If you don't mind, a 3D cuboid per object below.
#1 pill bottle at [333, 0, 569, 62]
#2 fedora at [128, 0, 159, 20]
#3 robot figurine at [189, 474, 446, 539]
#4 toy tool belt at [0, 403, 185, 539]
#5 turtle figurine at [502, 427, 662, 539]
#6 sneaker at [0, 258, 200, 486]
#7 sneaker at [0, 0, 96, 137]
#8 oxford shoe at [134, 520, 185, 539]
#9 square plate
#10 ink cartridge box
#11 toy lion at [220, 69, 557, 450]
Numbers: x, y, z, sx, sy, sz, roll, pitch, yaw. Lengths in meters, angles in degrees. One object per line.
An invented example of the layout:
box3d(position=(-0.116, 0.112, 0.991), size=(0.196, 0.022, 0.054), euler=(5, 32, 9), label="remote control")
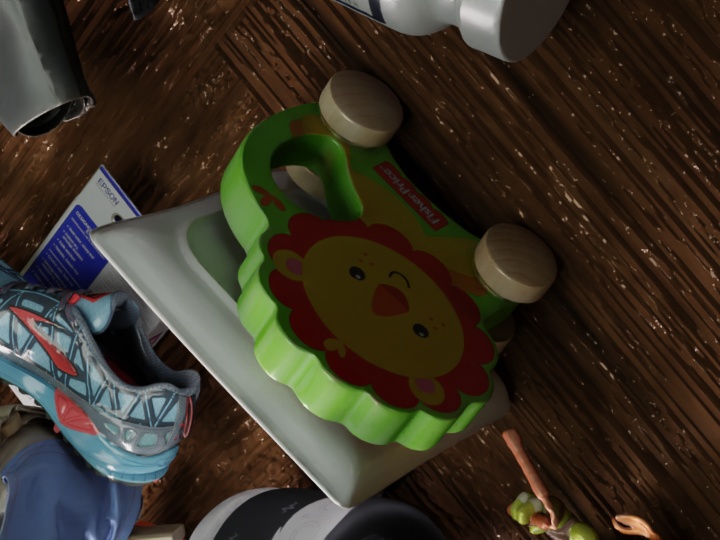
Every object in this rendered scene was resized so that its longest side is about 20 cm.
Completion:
box3d(position=(0.011, -0.189, 1.124), size=(0.200, 0.116, 0.116), euler=(28, 124, 20), label="pill bottle")
box3d(position=(-0.164, -0.232, 1.195), size=(0.091, 0.201, 0.201), euler=(-8, 108, 1), label="fedora")
box3d(position=(-0.020, 0.192, 1.299), size=(0.200, 0.150, 0.125), euler=(-1, 119, 51), label="robot figurine")
box3d(position=(-0.208, 0.150, 1.352), size=(0.123, 0.200, 0.125), euler=(20, 100, 34), label="toy tool belt")
box3d(position=(0.127, 0.180, 1.231), size=(0.200, 0.064, 0.161), euler=(46, 138, 2), label="turtle figurine")
box3d(position=(-0.177, 0.036, 1.364), size=(0.200, 0.079, 0.096), euler=(40, 120, 6), label="sneaker")
box3d(position=(-0.225, -0.123, 1.329), size=(0.200, 0.075, 0.107), euler=(-20, 90, 66), label="sneaker")
box3d(position=(-0.086, 0.229, 1.428), size=(0.200, 0.071, 0.073), euler=(28, 151, 23), label="oxford shoe")
box3d(position=(-0.022, 0.023, 1.192), size=(0.200, 0.198, 0.028), euler=(46, 120, 13), label="square plate")
box3d(position=(-0.173, 0.021, 1.414), size=(0.095, 0.037, 0.200), euler=(51, 133, 10), label="ink cartridge box")
box3d(position=(0.000, 0.000, 1.166), size=(0.200, 0.192, 0.069), euler=(46, 129, 13), label="toy lion")
